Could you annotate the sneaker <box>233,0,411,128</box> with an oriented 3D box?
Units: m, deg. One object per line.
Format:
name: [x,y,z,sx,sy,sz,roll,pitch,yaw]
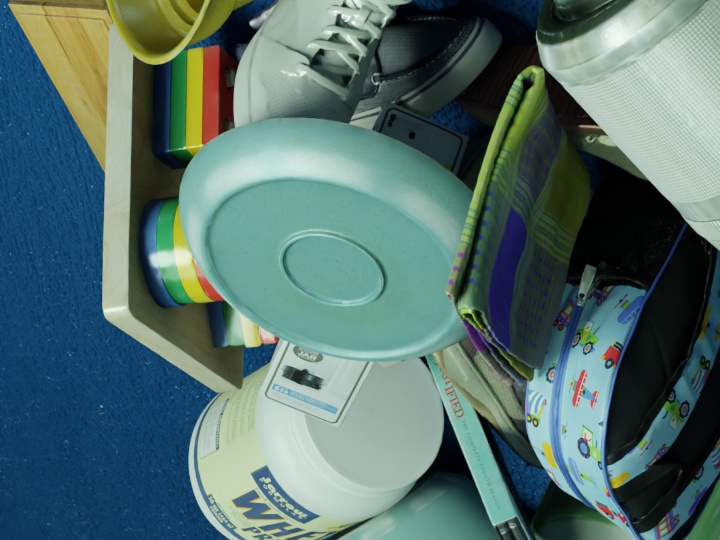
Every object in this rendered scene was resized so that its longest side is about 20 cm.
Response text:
sneaker: [-0.008,-0.149,1.295,0.073,0.201,0.115,26,149,-20]

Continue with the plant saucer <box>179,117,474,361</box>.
plant saucer: [-0.014,-0.008,1.293,0.198,0.028,0.201,12,142,10]

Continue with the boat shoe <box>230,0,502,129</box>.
boat shoe: [-0.004,-0.140,1.415,0.093,0.075,0.199,44,146,-21]

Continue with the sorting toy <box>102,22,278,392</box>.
sorting toy: [-0.098,-0.041,1.488,0.069,0.201,0.200,-6,162,17]

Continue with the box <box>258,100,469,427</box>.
box: [0.000,0.000,1.419,0.060,0.117,0.200,22,144,-2]

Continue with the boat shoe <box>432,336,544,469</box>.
boat shoe: [0.107,0.068,1.477,0.064,0.072,0.200,-29,138,16]

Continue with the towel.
towel: [0.093,-0.021,1.252,0.023,0.145,0.200,14,168,17]

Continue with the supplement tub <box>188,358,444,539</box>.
supplement tub: [-0.035,0.133,1.744,0.145,0.145,0.200,41,148,-10]

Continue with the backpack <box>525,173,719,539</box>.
backpack: [0.170,0.063,1.391,0.134,0.201,0.183,9,149,35]

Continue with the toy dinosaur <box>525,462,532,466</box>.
toy dinosaur: [0.157,0.095,1.576,0.199,0.089,0.047,-2,175,44]

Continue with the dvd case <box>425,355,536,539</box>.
dvd case: [0.093,0.146,1.540,0.200,0.022,0.147,64,-176,-59]

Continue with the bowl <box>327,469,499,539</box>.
bowl: [0.043,0.234,1.790,0.105,0.200,0.201,57,147,1]

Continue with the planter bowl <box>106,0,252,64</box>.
planter bowl: [-0.084,-0.223,1.333,0.083,0.202,0.200,-1,163,-29]

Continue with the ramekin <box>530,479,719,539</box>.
ramekin: [0.219,0.200,1.639,0.199,0.098,0.201,25,147,17]

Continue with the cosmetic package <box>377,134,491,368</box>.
cosmetic package: [0.051,-0.009,1.542,0.105,0.071,0.200,43,147,-13]

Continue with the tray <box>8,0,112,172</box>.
tray: [-0.171,-0.124,1.633,0.098,0.037,0.201,9,141,36]

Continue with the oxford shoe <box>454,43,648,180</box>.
oxford shoe: [0.148,-0.086,1.351,0.199,0.071,0.074,14,146,31]

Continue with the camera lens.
camera lens: [0.203,-0.110,1.179,0.200,0.160,0.160,45,147,-16]
